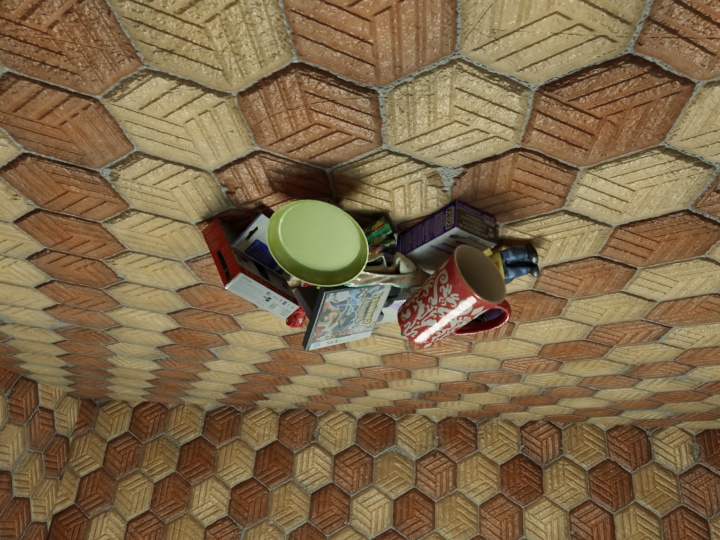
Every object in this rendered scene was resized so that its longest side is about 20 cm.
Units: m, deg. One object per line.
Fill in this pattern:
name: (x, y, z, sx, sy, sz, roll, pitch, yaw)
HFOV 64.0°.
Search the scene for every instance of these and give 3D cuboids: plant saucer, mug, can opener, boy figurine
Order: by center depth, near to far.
plant saucer: (-0.079, -0.056, 1.086, 0.198, 0.031, 0.201, 8, 131, 9)
mug: (0.186, 0.077, 1.148, 0.200, 0.178, 0.133, -44, 173, 37)
boy figurine: (0.275, -0.010, 1.228, 0.198, 0.065, 0.125, -10, 115, -2)
can opener: (0.005, 0.054, 1.419, 0.198, 0.064, 0.079, -2, 121, -15)

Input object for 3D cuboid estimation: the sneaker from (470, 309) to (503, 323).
sneaker: (0.260, 0.084, 1.392, 0.087, 0.076, 0.200, -28, -162, -18)

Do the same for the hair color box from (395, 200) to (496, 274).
hair color box: (0.172, -0.062, 1.186, 0.109, 0.065, 0.200, 19, 154, -28)

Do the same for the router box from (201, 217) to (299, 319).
router box: (-0.238, -0.002, 1.252, 0.049, 0.180, 0.200, -40, 143, 10)

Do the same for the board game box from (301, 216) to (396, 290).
board game box: (-0.020, -0.032, 1.198, 0.199, 0.024, 0.105, -33, 155, 2)

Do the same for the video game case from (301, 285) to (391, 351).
video game case: (-0.030, 0.098, 1.318, 0.179, 0.026, 0.201, -8, 138, -30)

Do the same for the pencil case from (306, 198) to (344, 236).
pencil case: (-0.068, -0.069, 1.191, 0.089, 0.078, 0.200, 2, 156, 6)

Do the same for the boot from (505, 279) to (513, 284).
boot: (0.269, 0.029, 1.359, 0.096, 0.075, 0.200, 21, 149, -28)

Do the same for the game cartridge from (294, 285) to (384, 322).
game cartridge: (-0.053, 0.084, 1.419, 0.199, 0.130, 0.039, -2, 126, -35)

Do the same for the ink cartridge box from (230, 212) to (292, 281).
ink cartridge box: (-0.186, -0.053, 1.239, 0.095, 0.037, 0.200, -45, 143, 6)

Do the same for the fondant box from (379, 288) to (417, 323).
fondant box: (0.083, 0.087, 1.543, 0.198, 0.059, 0.144, -9, 153, 24)

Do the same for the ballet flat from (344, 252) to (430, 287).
ballet flat: (0.057, -0.002, 1.183, 0.198, 0.068, 0.068, -2, 120, -16)

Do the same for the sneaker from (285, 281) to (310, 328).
sneaker: (-0.138, 0.092, 1.516, 0.078, 0.117, 0.200, 14, 154, -22)

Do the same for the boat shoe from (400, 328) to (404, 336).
boat shoe: (0.182, 0.149, 1.456, 0.072, 0.072, 0.199, 0, 180, -42)

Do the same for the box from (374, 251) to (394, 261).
box: (0.000, 0.000, 1.340, 0.198, 0.040, 0.137, -10, 169, 29)
